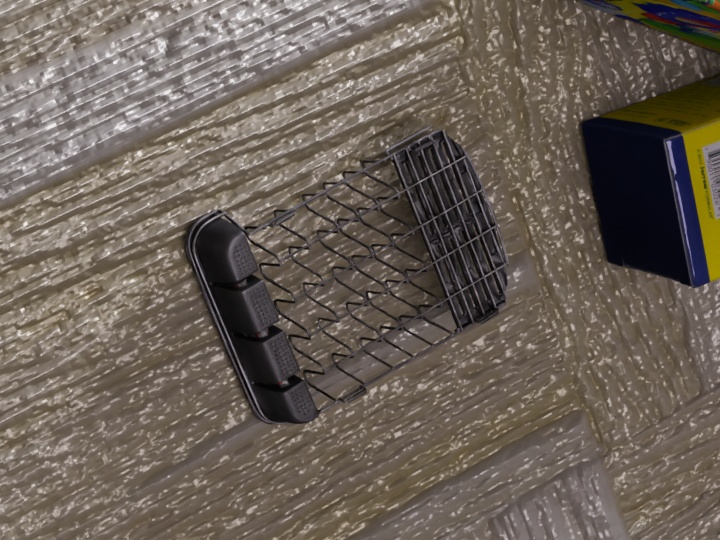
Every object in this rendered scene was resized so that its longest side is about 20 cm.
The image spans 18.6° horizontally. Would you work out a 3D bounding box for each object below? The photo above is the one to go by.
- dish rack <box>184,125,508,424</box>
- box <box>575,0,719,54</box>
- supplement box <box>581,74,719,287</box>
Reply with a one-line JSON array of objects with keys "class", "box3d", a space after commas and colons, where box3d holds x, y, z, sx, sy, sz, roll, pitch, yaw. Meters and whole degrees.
[{"class": "dish rack", "box3d": [0.000, 0.000, 1.455, 0.200, 0.055, 0.154, -29, 111, -21]}, {"class": "box", "box3d": [0.253, -0.215, 1.457, 0.192, 0.200, 0.122, 16, 92, -26]}, {"class": "supplement box", "box3d": [0.274, -0.076, 1.541, 0.199, 0.109, 0.110, -20, 107, -22]}]
